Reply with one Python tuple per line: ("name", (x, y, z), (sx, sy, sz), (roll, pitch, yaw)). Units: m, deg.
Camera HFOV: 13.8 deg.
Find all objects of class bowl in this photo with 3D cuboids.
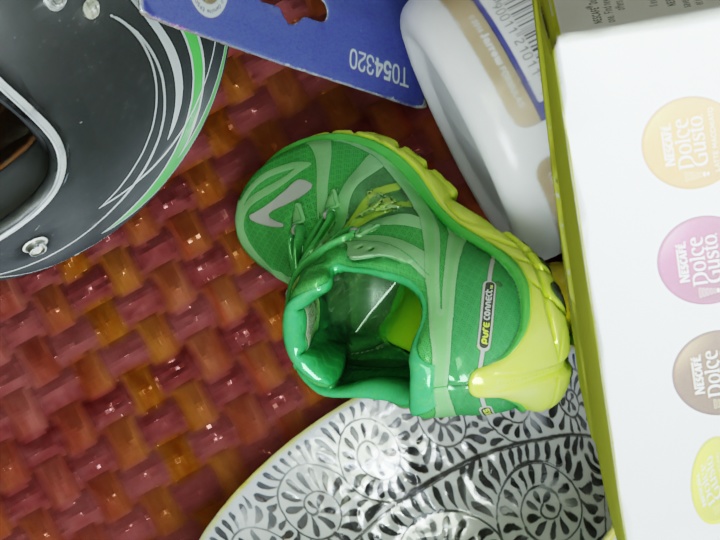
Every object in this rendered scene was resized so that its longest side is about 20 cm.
("bowl", (0.037, 0.126, 1.110), (0.201, 0.201, 0.094), (-33, 116, -2))

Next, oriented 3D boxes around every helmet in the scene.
("helmet", (-0.142, -0.097, 1.131), (0.200, 0.191, 0.200), (-6, 41, 6))

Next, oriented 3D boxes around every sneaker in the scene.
("sneaker", (0.000, 0.000, 1.114), (0.083, 0.200, 0.074), (-13, 114, -27))

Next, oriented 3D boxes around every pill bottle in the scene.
("pill bottle", (0.126, -0.095, 1.148), (0.200, 0.116, 0.116), (-26, 80, -3))

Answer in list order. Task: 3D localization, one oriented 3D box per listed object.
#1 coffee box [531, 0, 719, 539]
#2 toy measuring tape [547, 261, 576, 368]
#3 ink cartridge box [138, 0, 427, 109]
("coffee box", (0.163, -0.035, 0.989), (0.197, 0.200, 0.200), (-9, 115, 3))
("toy measuring tape", (0.162, 0.031, 1.156), (0.200, 0.074, 0.074), (20, 83, -2))
("ink cartridge box", (-0.012, -0.177, 1.135), (0.043, 0.196, 0.200), (-8, 79, 32))
